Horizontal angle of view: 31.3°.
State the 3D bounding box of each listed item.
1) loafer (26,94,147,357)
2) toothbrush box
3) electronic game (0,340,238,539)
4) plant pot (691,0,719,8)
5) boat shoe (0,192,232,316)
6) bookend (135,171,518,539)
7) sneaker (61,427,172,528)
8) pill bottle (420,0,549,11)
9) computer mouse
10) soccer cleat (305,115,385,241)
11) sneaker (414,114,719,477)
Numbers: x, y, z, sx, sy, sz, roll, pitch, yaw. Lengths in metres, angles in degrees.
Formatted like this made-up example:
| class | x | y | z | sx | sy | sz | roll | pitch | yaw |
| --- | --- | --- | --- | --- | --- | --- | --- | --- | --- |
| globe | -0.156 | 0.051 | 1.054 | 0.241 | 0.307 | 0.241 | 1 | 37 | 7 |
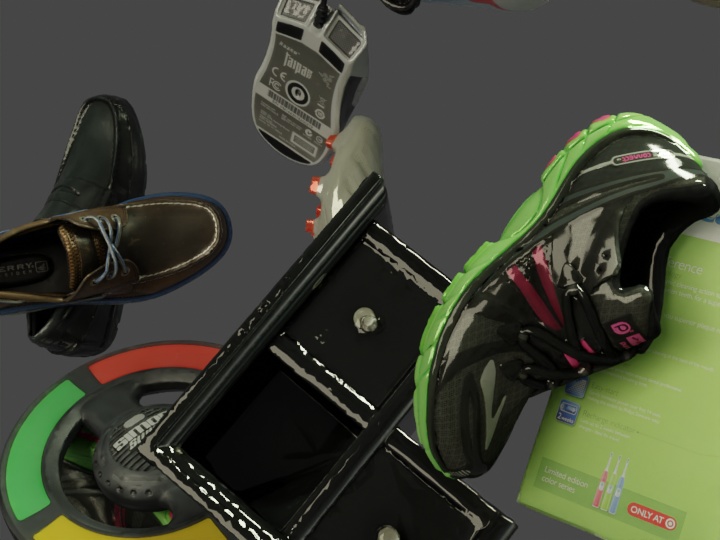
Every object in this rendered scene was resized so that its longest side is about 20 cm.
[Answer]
| class | x | y | z | sx | sy | sz | roll | pitch | yaw |
| --- | --- | --- | --- | --- | --- | --- | --- | --- | --- |
| loafer | -0.206 | -0.037 | 0.953 | 0.068 | 0.070 | 0.202 | 0 | 79 | 34 |
| toothbrush box | 0.187 | 0.052 | 0.657 | 0.145 | 0.086 | 0.201 | 16 | 89 | 36 |
| electronic game | -0.131 | 0.117 | 0.819 | 0.199 | 0.042 | 0.200 | -4 | 41 | 3 |
| plant pot | 0.206 | -0.258 | 0.690 | 0.200 | 0.134 | 0.201 | -8 | 75 | 32 |
| boat shoe | -0.186 | -0.007 | 0.884 | 0.199 | 0.072 | 0.073 | -16 | 89 | -4 |
| bookend | 0.021 | 0.091 | 0.707 | 0.200 | 0.092 | 0.199 | 39 | 80 | 13 |
| sneaker | -0.143 | 0.161 | 0.874 | 0.200 | 0.077 | 0.084 | 26 | 122 | 32 |
| pill bottle | 0.031 | -0.226 | 0.815 | 0.199 | 0.109 | 0.109 | 14 | 87 | 36 |
| computer mouse | -0.025 | -0.149 | 0.826 | 0.109 | 0.044 | 0.200 | 34 | 143 | 9 |
| soccer cleat | 0.000 | 0.000 | 0.816 | 0.077 | 0.069 | 0.201 | 9 | 75 | 6 |
| sneaker | 0.097 | 0.019 | 0.616 | 0.084 | 0.077 | 0.200 | 38 | 98 | 37 |
